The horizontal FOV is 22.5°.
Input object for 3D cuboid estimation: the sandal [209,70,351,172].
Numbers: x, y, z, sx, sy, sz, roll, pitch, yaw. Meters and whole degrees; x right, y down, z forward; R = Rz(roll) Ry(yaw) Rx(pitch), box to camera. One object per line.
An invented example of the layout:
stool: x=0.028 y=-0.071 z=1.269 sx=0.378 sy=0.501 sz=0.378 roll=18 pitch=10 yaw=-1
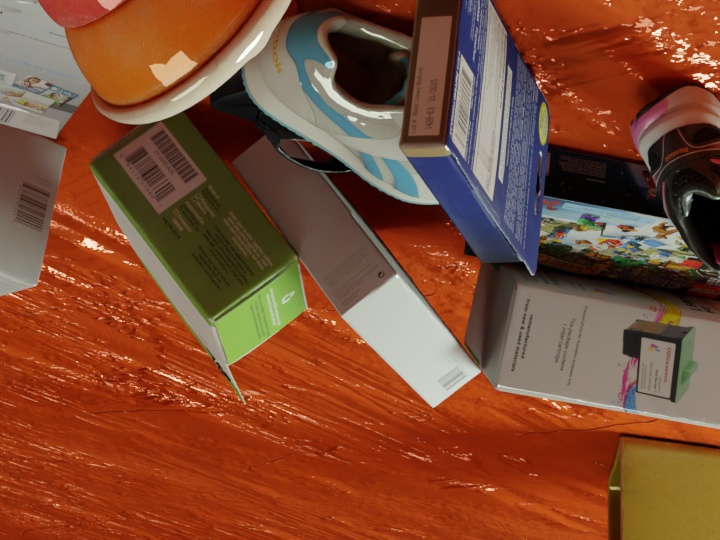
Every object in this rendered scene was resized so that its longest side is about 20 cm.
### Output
sandal: x=-0.006 y=-0.086 z=1.193 sx=0.199 sy=0.043 sz=0.076 roll=19 pitch=157 yaw=-27

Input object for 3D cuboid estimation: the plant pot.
plant pot: x=0.362 y=0.292 z=1.885 sx=0.199 sy=0.195 sz=0.196 roll=1 pitch=160 yaw=3

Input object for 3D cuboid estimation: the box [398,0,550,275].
box: x=0.070 y=-0.084 z=1.054 sx=0.032 sy=0.122 sz=0.200 roll=-1 pitch=158 yaw=21

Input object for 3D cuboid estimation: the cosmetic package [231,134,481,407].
cosmetic package: x=0.000 y=0.000 z=1.283 sx=0.052 sy=0.151 sz=0.200 roll=-36 pitch=150 yaw=4

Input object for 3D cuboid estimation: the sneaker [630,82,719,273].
sneaker: x=0.235 y=-0.026 z=1.145 sx=0.080 sy=0.087 sz=0.200 roll=-31 pitch=135 yaw=27

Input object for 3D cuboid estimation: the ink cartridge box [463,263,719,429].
ink cartridge box: x=0.191 y=0.051 z=1.355 sx=0.199 sy=0.084 sz=0.145 roll=11 pitch=-171 yaw=-8

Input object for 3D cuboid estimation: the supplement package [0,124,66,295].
supplement package: x=-0.325 y=-0.041 z=1.334 sx=0.109 sy=0.114 sz=0.199 roll=25 pitch=155 yaw=-37

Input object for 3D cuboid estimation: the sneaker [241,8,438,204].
sneaker: x=0.026 y=-0.096 z=1.104 sx=0.199 sy=0.077 sz=0.081 roll=22 pitch=161 yaw=-34

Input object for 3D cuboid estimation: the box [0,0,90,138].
box: x=-0.231 y=-0.150 z=1.109 sx=0.155 sy=0.041 sz=0.200 roll=15 pitch=160 yaw=-19

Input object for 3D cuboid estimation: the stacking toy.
stacking toy: x=-0.136 y=-0.182 z=0.898 sx=0.146 sy=0.147 sz=0.200 roll=-11 pitch=137 yaw=42

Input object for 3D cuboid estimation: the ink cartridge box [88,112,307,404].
ink cartridge box: x=-0.107 y=-0.007 z=1.289 sx=0.076 sy=0.148 sz=0.200 roll=-36 pitch=162 yaw=-9

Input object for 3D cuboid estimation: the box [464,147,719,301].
box: x=0.185 y=-0.032 z=1.276 sx=0.199 sy=0.038 sz=0.137 roll=10 pitch=160 yaw=-6
